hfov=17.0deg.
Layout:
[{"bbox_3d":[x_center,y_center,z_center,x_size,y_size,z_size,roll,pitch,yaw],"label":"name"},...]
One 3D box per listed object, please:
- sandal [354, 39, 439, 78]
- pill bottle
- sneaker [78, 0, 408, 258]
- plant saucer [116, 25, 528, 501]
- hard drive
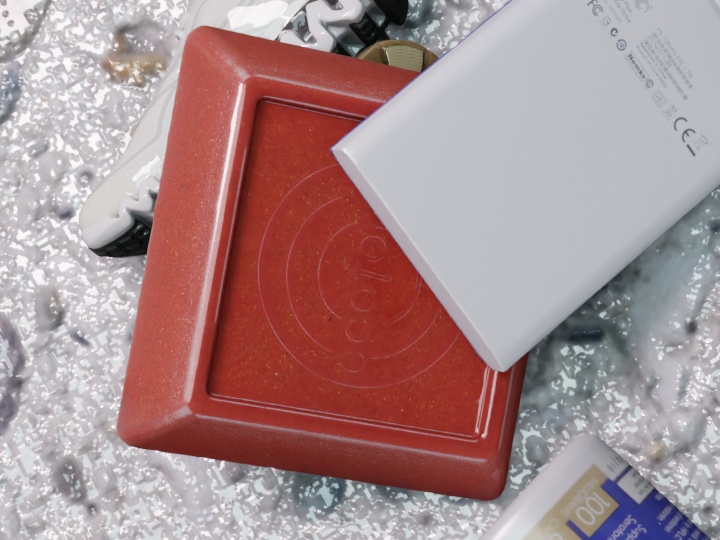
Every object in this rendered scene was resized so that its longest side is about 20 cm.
[{"bbox_3d":[-0.018,-0.020,1.178,0.080,0.054,0.200,29,83,-18],"label":"sandal"},{"bbox_3d":[0.138,0.183,1.103,0.200,0.120,0.120,42,91,8],"label":"pill bottle"},{"bbox_3d":[-0.069,-0.088,1.189,0.200,0.075,0.081,-45,71,-4],"label":"sneaker"},{"bbox_3d":[0.000,0.000,1.137,0.200,0.037,0.200,11,89,-19],"label":"plant saucer"},{"bbox_3d":[0.100,-0.067,1.137,0.200,0.025,0.132,-40,104,-14],"label":"hard drive"}]
